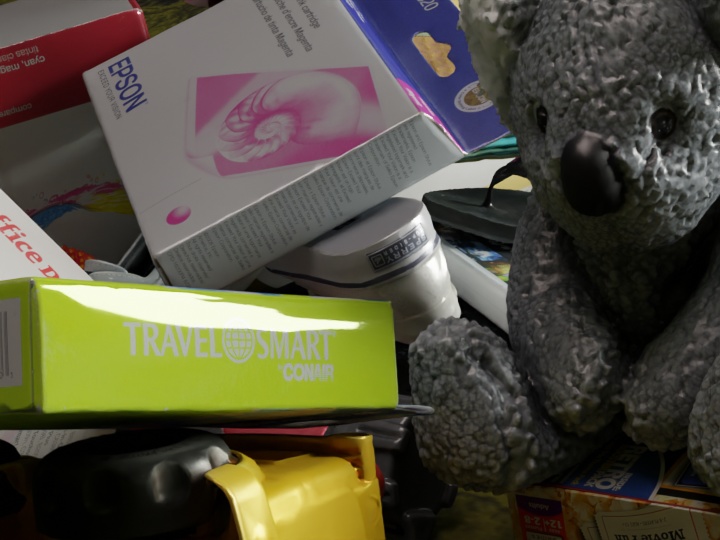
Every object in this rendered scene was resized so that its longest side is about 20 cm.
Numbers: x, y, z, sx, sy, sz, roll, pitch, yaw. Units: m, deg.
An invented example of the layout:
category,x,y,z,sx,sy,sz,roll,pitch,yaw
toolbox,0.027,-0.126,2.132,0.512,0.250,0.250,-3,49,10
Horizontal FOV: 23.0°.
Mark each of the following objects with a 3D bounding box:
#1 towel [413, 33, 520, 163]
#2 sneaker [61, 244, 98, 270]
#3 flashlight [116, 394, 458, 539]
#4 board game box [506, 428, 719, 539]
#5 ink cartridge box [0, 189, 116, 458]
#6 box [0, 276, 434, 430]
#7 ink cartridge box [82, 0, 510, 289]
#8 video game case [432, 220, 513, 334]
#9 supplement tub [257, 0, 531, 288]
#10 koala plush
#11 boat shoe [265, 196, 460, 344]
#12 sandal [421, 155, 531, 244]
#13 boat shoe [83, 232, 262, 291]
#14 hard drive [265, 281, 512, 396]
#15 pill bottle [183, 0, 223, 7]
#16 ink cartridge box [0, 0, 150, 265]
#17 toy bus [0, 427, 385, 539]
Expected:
category,x,y,z,sx,sy,sz,roll,pitch,yaw
towel,0.028,-0.104,0.993,0.198,0.022,0.147,-6,38,-9
sneaker,-0.226,0.035,0.948,0.199,0.078,0.073,-3,20,-27
flashlight,-0.042,0.073,0.838,0.199,0.068,0.068,4,45,43
board game box,0.183,0.082,0.726,0.199,0.047,0.151,5,26,38
ink cartridge box,-0.202,0.058,0.803,0.128,0.126,0.199,43,36,22
box,-0.079,0.034,0.647,0.121,0.048,0.199,-7,-8,39
ink cartridge box,-0.033,-0.090,0.904,0.199,0.043,0.197,-29,37,-1
video game case,0.130,0.000,0.929,0.180,0.024,0.200,0,15,-19
supplement tub,0.013,-0.081,1.100,0.199,0.146,0.145,-23,23,-28
koala plush,0.112,-0.034,0.715,0.176,0.201,0.184,-2,22,30
boat shoe,0.000,0.000,0.892,0.071,0.070,0.200,-31,15,-14
sandal,0.131,-0.040,0.939,0.199,0.048,0.075,4,14,-2
boat shoe,-0.127,0.021,0.951,0.070,0.072,0.201,-6,39,53
hard drive,0.020,0.042,0.926,0.134,0.043,0.200,-23,24,-27
pill bottle,-0.051,-0.211,1.052,0.198,0.114,0.113,3,21,-2
ink cartridge box,-0.180,-0.055,1.065,0.144,0.201,0.145,-18,20,-9
toy bus,-0.080,0.116,0.689,0.199,0.137,0.192,-3,9,29
